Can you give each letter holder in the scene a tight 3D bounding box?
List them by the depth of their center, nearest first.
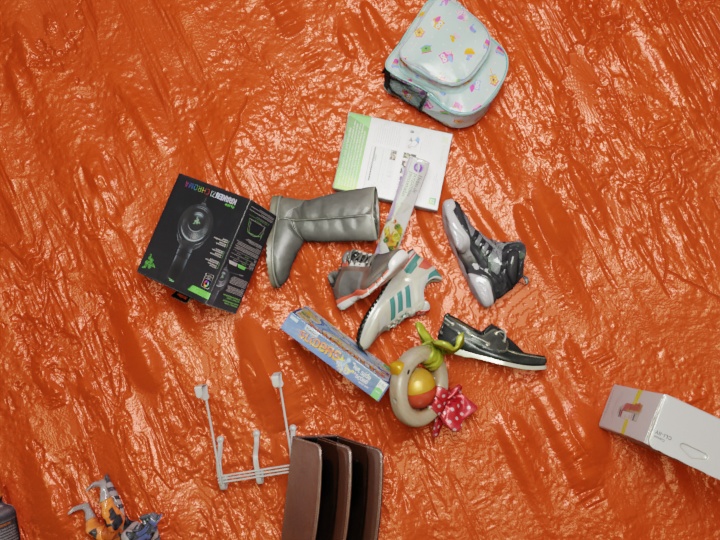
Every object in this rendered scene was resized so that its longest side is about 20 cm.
[{"bbox_3d":[-0.045,0.386,1.041,0.100,0.141,0.204,11,83,-41],"label":"letter holder"}]

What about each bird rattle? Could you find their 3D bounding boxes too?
[{"bbox_3d":[0.106,0.190,1.054,0.161,0.112,0.204,-18,114,-39],"label":"bird rattle"}]

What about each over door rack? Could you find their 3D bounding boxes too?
[{"bbox_3d":[-0.189,0.271,1.100,0.145,0.067,0.204,-9,105,1],"label":"over door rack"}]

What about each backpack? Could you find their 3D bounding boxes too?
[{"bbox_3d":[0.159,-0.359,1.118,0.199,0.153,0.177,36,81,-2],"label":"backpack"}]

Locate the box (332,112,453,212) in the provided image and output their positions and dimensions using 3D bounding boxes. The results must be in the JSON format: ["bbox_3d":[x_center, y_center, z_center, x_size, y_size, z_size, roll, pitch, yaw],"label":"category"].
[{"bbox_3d":[0.059,-0.197,1.162,0.196,0.036,0.147,13,85,2],"label":"box"}]

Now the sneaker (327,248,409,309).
[{"bbox_3d":[0.000,0.000,1.070,0.077,0.199,0.083,-32,88,-42],"label":"sneaker"}]

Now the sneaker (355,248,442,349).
[{"bbox_3d":[0.072,0.065,1.110,0.093,0.070,0.201,33,75,0],"label":"sneaker"}]

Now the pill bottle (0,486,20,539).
[{"bbox_3d":[-0.637,0.474,1.083,0.104,0.106,0.204,-12,84,0],"label":"pill bottle"}]

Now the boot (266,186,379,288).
[{"bbox_3d":[-0.065,-0.059,1.127,0.196,0.073,0.185,2,85,5],"label":"boot"}]

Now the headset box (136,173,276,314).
[{"bbox_3d":[-0.269,-0.040,1.100,0.172,0.093,0.203,21,86,27],"label":"headset box"}]

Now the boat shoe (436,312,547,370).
[{"bbox_3d":[0.232,0.128,1.107,0.197,0.072,0.069,16,89,5],"label":"boat shoe"}]

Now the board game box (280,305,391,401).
[{"bbox_3d":[-0.035,0.136,1.081,0.199,0.135,0.035,36,95,4],"label":"board game box"}]

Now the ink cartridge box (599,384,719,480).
[{"bbox_3d":[0.496,0.256,1.023,0.143,0.200,0.085,24,86,3],"label":"ink cartridge box"}]

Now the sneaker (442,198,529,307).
[{"bbox_3d":[0.223,-0.046,1.125,0.112,0.075,0.203,-24,90,-1],"label":"sneaker"}]

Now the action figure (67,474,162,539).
[{"bbox_3d":[-0.390,0.434,1.084,0.193,0.105,0.200,44,112,0],"label":"action figure"}]

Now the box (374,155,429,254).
[{"bbox_3d":[0.070,-0.101,1.122,0.038,0.041,0.203,20,101,1],"label":"box"}]
